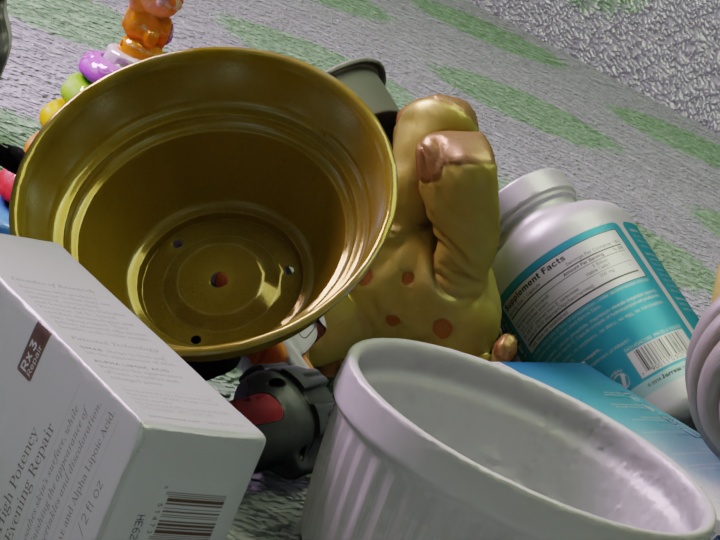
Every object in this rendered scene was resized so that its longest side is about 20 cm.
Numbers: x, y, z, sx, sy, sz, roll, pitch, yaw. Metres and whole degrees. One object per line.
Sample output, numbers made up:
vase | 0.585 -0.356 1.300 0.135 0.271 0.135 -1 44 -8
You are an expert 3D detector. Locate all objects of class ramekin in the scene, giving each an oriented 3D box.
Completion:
ramekin | 0.064 0.124 1.115 0.200 0.105 0.200 23 13 -6

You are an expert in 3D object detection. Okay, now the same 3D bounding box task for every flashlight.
flashlight | -0.076 0.076 1.147 0.068 0.068 0.200 20 11 22

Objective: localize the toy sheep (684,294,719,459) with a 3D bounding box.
toy sheep | 0.247 0.063 1.265 0.138 0.138 0.200 25 17 4

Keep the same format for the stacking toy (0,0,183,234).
stacking toy | -0.152 -0.100 1.405 0.110 0.200 0.116 21 13 -11

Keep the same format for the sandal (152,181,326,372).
sandal | -0.066 -0.005 1.277 0.207 0.059 0.079 55 -21 -7

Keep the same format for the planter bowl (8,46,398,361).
planter bowl | -0.078 -0.016 1.179 0.200 0.200 0.084 30 -29 24

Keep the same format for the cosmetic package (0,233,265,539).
cosmetic package | -0.134 0.067 1.006 0.074 0.102 0.200 11 17 -42

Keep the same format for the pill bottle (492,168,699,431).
pill bottle | 0.151 0.033 1.438 0.111 0.111 0.200 5 48 -54

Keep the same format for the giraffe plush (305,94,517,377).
giraffe plush | 0.000 0.000 1.382 0.162 0.201 0.173 -7 -2 -5

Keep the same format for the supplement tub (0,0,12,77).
supplement tub | -0.258 -0.087 1.175 0.122 0.200 0.123 23 13 -6

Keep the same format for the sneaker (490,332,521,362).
sneaker | 0.057 0.032 1.491 0.200 0.090 0.067 25 11 4

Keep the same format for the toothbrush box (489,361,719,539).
toothbrush box | 0.156 0.134 1.276 0.200 0.085 0.146 30 13 28

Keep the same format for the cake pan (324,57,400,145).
cake pan | -0.047 -0.052 1.443 0.037 0.200 0.200 47 19 13

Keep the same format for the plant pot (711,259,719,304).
plant pot | 0.346 0.070 1.726 0.200 0.142 0.200 22 14 -6

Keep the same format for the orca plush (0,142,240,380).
orca plush | -0.156 0.004 1.278 0.071 0.105 0.200 -31 70 -29
